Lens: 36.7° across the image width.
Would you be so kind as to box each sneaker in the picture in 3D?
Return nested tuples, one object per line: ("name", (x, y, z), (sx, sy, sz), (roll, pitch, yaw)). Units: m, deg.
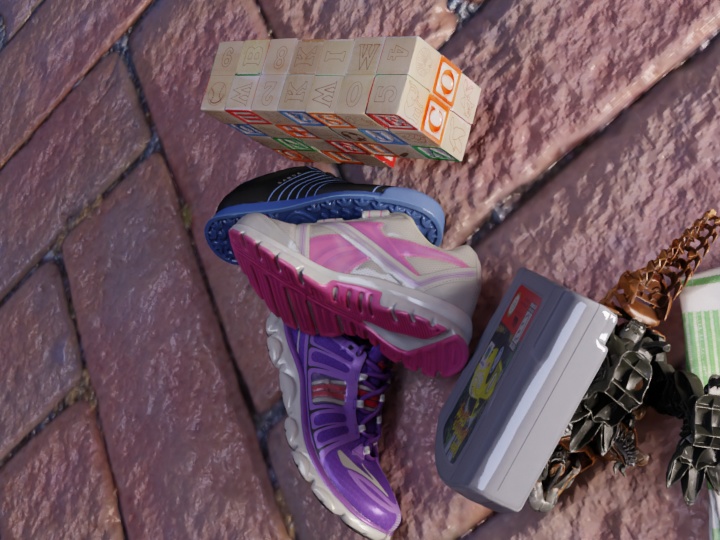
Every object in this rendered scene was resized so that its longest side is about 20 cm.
("sneaker", (-0.024, -0.049, 0.845), (0.198, 0.071, 0.078), (1, 38, 23))
("sneaker", (0.000, 0.000, 0.770), (0.199, 0.082, 0.089), (22, 56, 18))
("sneaker", (-0.009, 0.094, 0.778), (0.083, 0.081, 0.201), (-28, 60, 16))

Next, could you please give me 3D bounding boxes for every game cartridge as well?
("game cartridge", (0.089, 0.068, 0.643), (0.041, 0.200, 0.134), (24, 93, -1))

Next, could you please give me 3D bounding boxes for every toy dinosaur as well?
("toy dinosaur", (0.148, 0.058, 0.639), (0.136, 0.101, 0.202), (-108, 23, -69))

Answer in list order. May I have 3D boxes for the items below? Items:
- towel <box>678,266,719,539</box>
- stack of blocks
("towel", (0.255, 0.083, 0.597), (0.152, 0.023, 0.202), (-16, 64, 34))
("stack of blocks", (-0.010, -0.126, 0.829), (0.199, 0.115, 0.059), (9, 79, 40))
